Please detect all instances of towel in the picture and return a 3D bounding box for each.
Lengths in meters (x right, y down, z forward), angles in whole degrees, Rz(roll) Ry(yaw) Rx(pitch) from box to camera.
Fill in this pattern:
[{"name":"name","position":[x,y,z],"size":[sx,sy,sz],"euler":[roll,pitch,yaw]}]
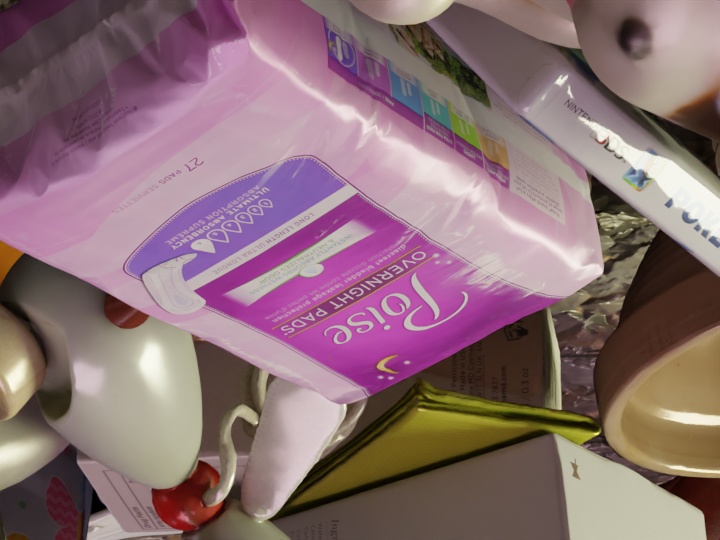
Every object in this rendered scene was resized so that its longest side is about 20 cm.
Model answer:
[{"name":"towel","position":[0.012,0.092,1.056],"size":[0.086,0.018,0.200],"euler":[8,152,-27]}]

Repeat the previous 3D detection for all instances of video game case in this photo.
[{"name":"video game case","position":[0.047,-0.073,0.781],"size":[0.022,0.200,0.182],"euler":[-47,140,9]}]

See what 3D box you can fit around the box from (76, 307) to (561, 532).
[{"name":"box","position":[-0.015,0.060,1.097],"size":[0.199,0.078,0.095],"euler":[-2,155,7]}]

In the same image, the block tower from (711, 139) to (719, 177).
[{"name":"block tower","position":[0.126,-0.077,0.719],"size":[0.054,0.200,0.058],"euler":[4,132,-3]}]

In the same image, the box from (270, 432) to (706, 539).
[{"name":"box","position":[0.032,0.152,1.051],"size":[0.200,0.098,0.124],"euler":[-20,150,30]}]

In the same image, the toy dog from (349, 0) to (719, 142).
[{"name":"toy dog","position":[0.078,-0.108,0.630],"size":[0.193,0.200,0.140],"euler":[1,133,-25]}]

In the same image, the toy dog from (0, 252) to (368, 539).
[{"name":"toy dog","position":[-0.060,0.053,0.888],"size":[0.200,0.132,0.096],"euler":[34,162,-31]}]

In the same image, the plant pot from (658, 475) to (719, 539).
[{"name":"plant pot","position":[0.234,0.145,1.247],"size":[0.200,0.201,0.195],"euler":[8,147,-14]}]

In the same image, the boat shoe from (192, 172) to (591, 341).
[{"name":"boat shoe","position":[0.000,0.000,0.984],"size":[0.200,0.065,0.072],"euler":[-17,150,29]}]

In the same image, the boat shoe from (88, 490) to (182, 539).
[{"name":"boat shoe","position":[-0.152,0.110,1.327],"size":[0.200,0.074,0.065],"euler":[-18,146,16]}]

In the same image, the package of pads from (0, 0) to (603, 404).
[{"name":"package of pads","position":[-0.026,-0.033,0.792],"size":[0.120,0.076,0.200],"euler":[-27,145,27]}]

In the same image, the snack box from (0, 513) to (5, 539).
[{"name":"snack box","position":[-0.181,0.071,0.844],"size":[0.116,0.037,0.200],"euler":[-3,118,3]}]

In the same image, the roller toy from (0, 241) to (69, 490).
[{"name":"roller toy","position":[-0.194,0.011,0.952],"size":[0.182,0.200,0.140],"euler":[15,153,-41]}]

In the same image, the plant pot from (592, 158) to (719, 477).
[{"name":"plant pot","position":[0.185,0.003,1.011],"size":[0.200,0.093,0.201],"euler":[-9,154,-4]}]

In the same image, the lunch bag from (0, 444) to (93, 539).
[{"name":"lunch bag","position":[-0.216,0.079,1.126],"size":[0.199,0.170,0.127],"euler":[4,154,-8]}]
